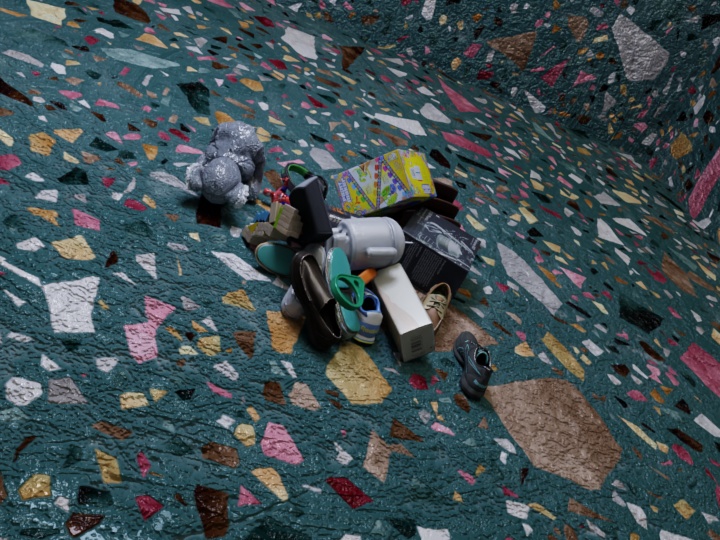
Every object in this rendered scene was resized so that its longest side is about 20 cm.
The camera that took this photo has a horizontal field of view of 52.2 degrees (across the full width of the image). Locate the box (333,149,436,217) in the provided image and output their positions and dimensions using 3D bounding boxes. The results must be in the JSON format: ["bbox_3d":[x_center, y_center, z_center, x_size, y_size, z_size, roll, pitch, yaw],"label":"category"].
[{"bbox_3d":[0.066,-0.216,1.885,0.199,0.189,0.125,-13,86,-65],"label":"box"}]

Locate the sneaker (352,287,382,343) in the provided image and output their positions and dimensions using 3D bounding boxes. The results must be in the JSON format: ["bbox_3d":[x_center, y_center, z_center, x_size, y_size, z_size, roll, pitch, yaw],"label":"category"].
[{"bbox_3d":[0.001,0.066,1.607,0.073,0.083,0.201,7,35,-28],"label":"sneaker"}]

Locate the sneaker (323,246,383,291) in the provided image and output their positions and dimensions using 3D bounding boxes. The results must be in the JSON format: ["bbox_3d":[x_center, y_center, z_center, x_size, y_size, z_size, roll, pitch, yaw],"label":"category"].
[{"bbox_3d":[0.000,0.000,1.719,0.196,0.070,0.100,19,33,-15],"label":"sneaker"}]

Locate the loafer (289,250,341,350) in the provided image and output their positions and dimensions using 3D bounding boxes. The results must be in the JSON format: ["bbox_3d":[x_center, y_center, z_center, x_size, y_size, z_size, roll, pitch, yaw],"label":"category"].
[{"bbox_3d":[-0.079,0.055,1.471,0.072,0.070,0.204,-21,93,-49],"label":"loafer"}]

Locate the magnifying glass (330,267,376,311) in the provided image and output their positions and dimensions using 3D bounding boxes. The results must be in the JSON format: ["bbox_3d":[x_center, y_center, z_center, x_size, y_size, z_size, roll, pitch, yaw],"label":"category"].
[{"bbox_3d":[-0.009,0.030,1.537,0.080,0.022,0.200,53,27,0],"label":"magnifying glass"}]

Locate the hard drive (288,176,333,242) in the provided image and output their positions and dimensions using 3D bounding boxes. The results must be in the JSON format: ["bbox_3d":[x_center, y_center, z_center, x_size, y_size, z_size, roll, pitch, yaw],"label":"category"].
[{"bbox_3d":[-0.112,-0.126,1.601,0.041,0.138,0.200,-16,2,-15],"label":"hard drive"}]

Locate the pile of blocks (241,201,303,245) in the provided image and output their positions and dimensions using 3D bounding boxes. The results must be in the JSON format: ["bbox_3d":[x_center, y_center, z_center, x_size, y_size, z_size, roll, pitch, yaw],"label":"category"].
[{"bbox_3d":[-0.183,-0.100,1.626,0.061,0.198,0.084,18,73,-40],"label":"pile of blocks"}]

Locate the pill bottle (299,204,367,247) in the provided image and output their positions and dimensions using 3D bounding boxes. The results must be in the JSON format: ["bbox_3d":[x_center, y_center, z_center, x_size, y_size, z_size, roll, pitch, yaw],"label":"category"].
[{"bbox_3d":[-0.080,-0.102,1.768,0.196,0.107,0.107,16,32,-20],"label":"pill bottle"}]

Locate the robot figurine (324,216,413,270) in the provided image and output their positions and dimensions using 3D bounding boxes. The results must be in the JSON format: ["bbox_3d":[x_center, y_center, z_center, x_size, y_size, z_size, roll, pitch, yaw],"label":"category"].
[{"bbox_3d":[0.018,-0.061,1.658,0.196,0.115,0.169,-5,25,-26],"label":"robot figurine"}]

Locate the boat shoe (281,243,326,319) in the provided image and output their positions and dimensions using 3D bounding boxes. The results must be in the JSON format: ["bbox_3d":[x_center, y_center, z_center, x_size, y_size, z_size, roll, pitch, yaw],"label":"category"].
[{"bbox_3d":[-0.107,0.013,1.558,0.073,0.065,0.203,28,49,-16],"label":"boat shoe"}]

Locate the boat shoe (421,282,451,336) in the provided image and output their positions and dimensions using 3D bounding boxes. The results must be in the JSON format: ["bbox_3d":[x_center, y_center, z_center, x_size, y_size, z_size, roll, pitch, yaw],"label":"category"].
[{"bbox_3d":[0.168,0.088,1.720,0.075,0.075,0.201,28,30,1],"label":"boat shoe"}]

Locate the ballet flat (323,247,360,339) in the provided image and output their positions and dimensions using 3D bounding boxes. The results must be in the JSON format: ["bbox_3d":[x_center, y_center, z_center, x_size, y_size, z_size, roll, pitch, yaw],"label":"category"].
[{"bbox_3d":[-0.052,0.052,1.552,0.073,0.074,0.204,8,59,-31],"label":"ballet flat"}]

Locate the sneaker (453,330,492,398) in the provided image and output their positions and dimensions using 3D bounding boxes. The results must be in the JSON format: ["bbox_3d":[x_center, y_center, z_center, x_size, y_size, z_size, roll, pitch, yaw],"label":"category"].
[{"bbox_3d":[0.259,0.194,1.634,0.074,0.080,0.202,19,30,-14],"label":"sneaker"}]

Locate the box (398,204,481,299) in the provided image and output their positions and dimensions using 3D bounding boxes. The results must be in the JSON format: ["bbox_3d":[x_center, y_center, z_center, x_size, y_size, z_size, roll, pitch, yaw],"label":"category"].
[{"bbox_3d":[0.186,-0.043,1.887,0.194,0.125,0.200,32,30,3],"label":"box"}]

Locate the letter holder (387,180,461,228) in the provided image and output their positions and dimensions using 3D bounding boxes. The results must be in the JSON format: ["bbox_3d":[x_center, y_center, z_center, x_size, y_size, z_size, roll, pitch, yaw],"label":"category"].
[{"bbox_3d":[0.186,-0.169,2.054,0.196,0.144,0.101,11,34,-28],"label":"letter holder"}]

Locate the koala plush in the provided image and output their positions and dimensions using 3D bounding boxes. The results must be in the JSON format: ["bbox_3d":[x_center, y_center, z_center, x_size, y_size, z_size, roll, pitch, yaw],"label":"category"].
[{"bbox_3d":[-0.318,-0.232,1.722,0.174,0.185,0.202,25,42,-4],"label":"koala plush"}]

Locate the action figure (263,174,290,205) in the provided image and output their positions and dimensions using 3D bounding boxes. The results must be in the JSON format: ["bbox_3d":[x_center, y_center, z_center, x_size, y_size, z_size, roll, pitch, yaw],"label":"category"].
[{"bbox_3d":[-0.146,-0.168,1.821,0.196,0.099,0.067,21,71,-9],"label":"action figure"}]

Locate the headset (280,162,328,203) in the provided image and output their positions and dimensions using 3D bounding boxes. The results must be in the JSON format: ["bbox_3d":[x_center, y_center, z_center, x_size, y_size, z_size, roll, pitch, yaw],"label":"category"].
[{"bbox_3d":[-0.115,-0.211,1.914,0.199,0.094,0.124,42,29,-10],"label":"headset"}]

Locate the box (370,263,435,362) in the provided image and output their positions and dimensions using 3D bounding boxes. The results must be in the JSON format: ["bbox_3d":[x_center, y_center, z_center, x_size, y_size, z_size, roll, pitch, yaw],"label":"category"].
[{"bbox_3d":[0.091,0.089,1.615,0.076,0.096,0.201,-18,43,-8],"label":"box"}]

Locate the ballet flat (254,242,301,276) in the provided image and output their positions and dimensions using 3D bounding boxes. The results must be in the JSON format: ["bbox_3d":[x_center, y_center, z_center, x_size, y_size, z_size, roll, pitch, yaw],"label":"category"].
[{"bbox_3d":[-0.149,-0.017,1.645,0.196,0.070,0.063,18,3,-23],"label":"ballet flat"}]
